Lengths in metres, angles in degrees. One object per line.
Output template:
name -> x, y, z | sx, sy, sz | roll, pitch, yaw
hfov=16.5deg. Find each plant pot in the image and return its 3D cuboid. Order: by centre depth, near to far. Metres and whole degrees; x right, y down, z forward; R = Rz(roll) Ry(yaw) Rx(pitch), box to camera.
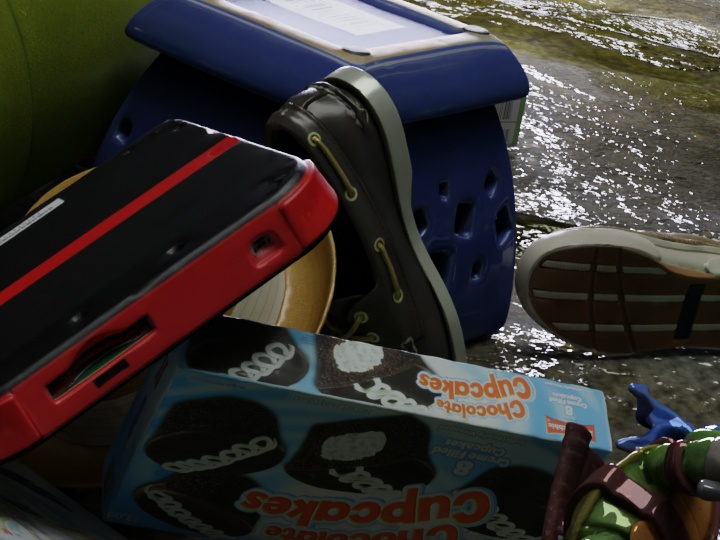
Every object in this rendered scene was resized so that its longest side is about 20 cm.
plant pot -> -0.028, -0.064, 1.416 | 0.199, 0.181, 0.199 | 24, 24, 33
plant pot -> -0.201, -0.135, 1.437 | 0.192, 0.202, 0.200 | -22, 36, -39

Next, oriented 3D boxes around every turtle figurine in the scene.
turtle figurine -> 0.130, 0.142, 0.976 | 0.193, 0.144, 0.200 | -30, 77, -31

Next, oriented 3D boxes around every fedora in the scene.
fedora -> -0.110, 0.007, 1.176 | 0.199, 0.082, 0.201 | -13, 45, 14

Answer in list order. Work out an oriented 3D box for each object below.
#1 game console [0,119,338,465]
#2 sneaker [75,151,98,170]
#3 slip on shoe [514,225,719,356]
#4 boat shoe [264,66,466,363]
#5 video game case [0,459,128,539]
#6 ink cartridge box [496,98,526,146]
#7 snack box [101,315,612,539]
game console -> -0.119, 0.005, 1.068 | 0.200, 0.031, 0.177 | -35, 23, -18
sneaker -> -0.099, -0.092, 1.562 | 0.199, 0.078, 0.085 | -2, -20, 1
slip on shoe -> 0.170, 0.005, 1.483 | 0.199, 0.076, 0.061 | 3, 26, -30
boat shoe -> 0.000, 0.000, 1.268 | 0.060, 0.202, 0.072 | -31, 25, -33
video game case -> -0.180, 0.088, 1.034 | 0.182, 0.022, 0.200 | 29, 0, 40
ink cartridge box -> 0.010, -0.148, 1.860 | 0.145, 0.048, 0.200 | -3, 23, -34
snack box -> -0.003, 0.082, 1.093 | 0.199, 0.116, 0.037 | 11, 48, -17
